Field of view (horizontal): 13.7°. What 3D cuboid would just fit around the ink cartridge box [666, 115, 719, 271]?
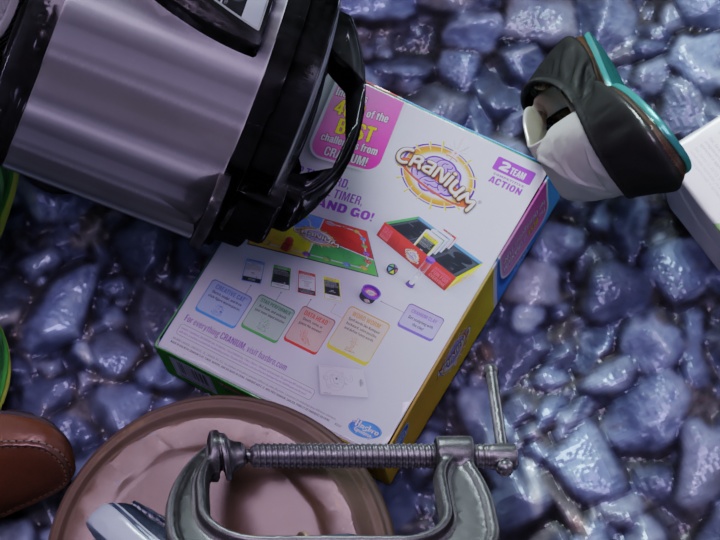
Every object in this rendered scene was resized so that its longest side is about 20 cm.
[{"bbox_3d":[0.282,-0.063,1.673,0.199,0.067,0.117,-32,64,-6],"label":"ink cartridge box"}]

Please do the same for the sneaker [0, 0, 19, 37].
[{"bbox_3d":[-0.216,-0.190,1.653,0.074,0.118,0.201,29,99,-20],"label":"sneaker"}]

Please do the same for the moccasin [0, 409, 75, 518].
[{"bbox_3d":[-0.254,0.131,1.654,0.200,0.074,0.078,-12,40,2],"label":"moccasin"}]

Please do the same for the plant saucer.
[{"bbox_3d":[-0.078,0.165,1.623,0.199,0.029,0.201,-2,79,10],"label":"plant saucer"}]

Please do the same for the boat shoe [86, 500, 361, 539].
[{"bbox_3d":[-0.044,0.163,1.573,0.200,0.071,0.091,35,75,14],"label":"boat shoe"}]

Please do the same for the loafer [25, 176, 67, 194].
[{"bbox_3d":[-0.118,-0.118,1.771,0.199,0.073,0.072,-34,26,-1],"label":"loafer"}]

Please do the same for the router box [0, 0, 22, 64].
[{"bbox_3d":[-0.227,-0.144,1.744,0.200,0.149,0.051,-39,64,-10],"label":"router box"}]

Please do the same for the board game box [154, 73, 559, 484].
[{"bbox_3d":[0.000,0.000,1.702,0.152,0.040,0.201,26,72,19],"label":"board game box"}]

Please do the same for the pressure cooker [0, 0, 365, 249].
[{"bbox_3d":[-0.093,-0.110,1.643,0.199,0.179,0.177,22,91,-8],"label":"pressure cooker"}]

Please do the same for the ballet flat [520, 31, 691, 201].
[{"bbox_3d":[0.130,-0.074,1.662,0.068,0.200,0.068,-35,109,4],"label":"ballet flat"}]

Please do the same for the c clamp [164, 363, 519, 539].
[{"bbox_3d":[-0.008,0.113,1.575,0.199,0.027,0.171,-2,36,-11],"label":"c clamp"}]

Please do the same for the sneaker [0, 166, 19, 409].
[{"bbox_3d":[-0.240,0.004,1.704,0.074,0.084,0.201,-2,79,16],"label":"sneaker"}]
